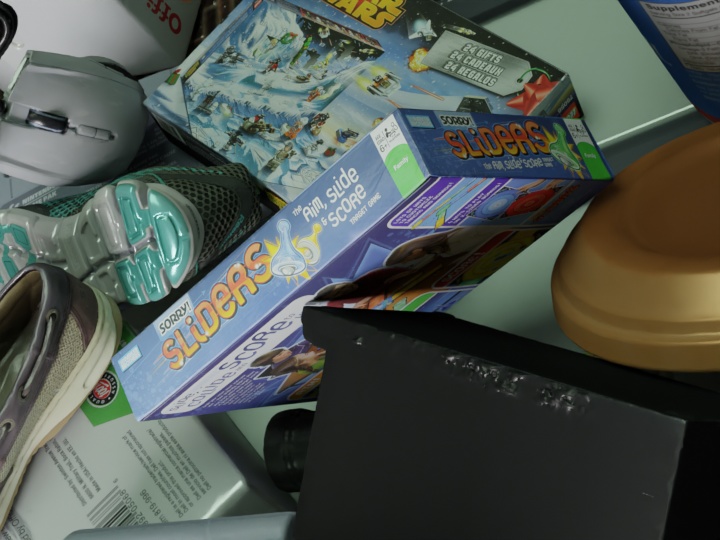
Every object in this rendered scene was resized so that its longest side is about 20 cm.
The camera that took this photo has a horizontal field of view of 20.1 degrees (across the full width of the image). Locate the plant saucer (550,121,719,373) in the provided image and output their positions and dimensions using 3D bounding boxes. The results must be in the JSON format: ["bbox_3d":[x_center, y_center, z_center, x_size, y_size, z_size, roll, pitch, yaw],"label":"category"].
[{"bbox_3d":[0.175,-0.023,0.869,0.200,0.038,0.200,-17,22,7],"label":"plant saucer"}]

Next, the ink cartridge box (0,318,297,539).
[{"bbox_3d":[-0.138,0.148,1.006,0.200,0.083,0.147,-44,47,1],"label":"ink cartridge box"}]

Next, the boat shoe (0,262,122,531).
[{"bbox_3d":[-0.195,0.082,0.985,0.072,0.065,0.200,30,81,42],"label":"boat shoe"}]

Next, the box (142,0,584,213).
[{"bbox_3d":[-0.001,-0.085,1.067,0.200,0.040,0.137,34,76,36],"label":"box"}]

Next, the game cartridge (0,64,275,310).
[{"bbox_3d":[-0.142,-0.040,1.163,0.200,0.040,0.134,-26,54,18],"label":"game cartridge"}]

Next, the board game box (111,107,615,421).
[{"bbox_3d":[0.000,0.000,0.902,0.200,0.135,0.035,-39,68,33],"label":"board game box"}]

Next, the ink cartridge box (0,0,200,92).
[{"bbox_3d":[-0.178,-0.231,1.234,0.144,0.145,0.200,-4,61,32],"label":"ink cartridge box"}]

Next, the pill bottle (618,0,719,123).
[{"bbox_3d":[0.161,-0.155,0.918,0.112,0.200,0.113,-17,53,24],"label":"pill bottle"}]

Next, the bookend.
[{"bbox_3d":[0.059,0.132,0.830,0.198,0.092,0.201,14,97,42],"label":"bookend"}]

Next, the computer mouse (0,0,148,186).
[{"bbox_3d":[-0.158,-0.081,1.058,0.044,0.200,0.110,21,100,22],"label":"computer mouse"}]

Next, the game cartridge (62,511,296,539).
[{"bbox_3d":[-0.089,0.206,0.877,0.133,0.041,0.201,-10,64,26],"label":"game cartridge"}]

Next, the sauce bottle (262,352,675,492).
[{"bbox_3d":[0.047,0.077,0.940,0.200,0.065,0.065,-10,57,29],"label":"sauce bottle"}]

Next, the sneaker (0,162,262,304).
[{"bbox_3d":[-0.127,-0.015,1.075,0.200,0.078,0.091,-7,15,47],"label":"sneaker"}]
